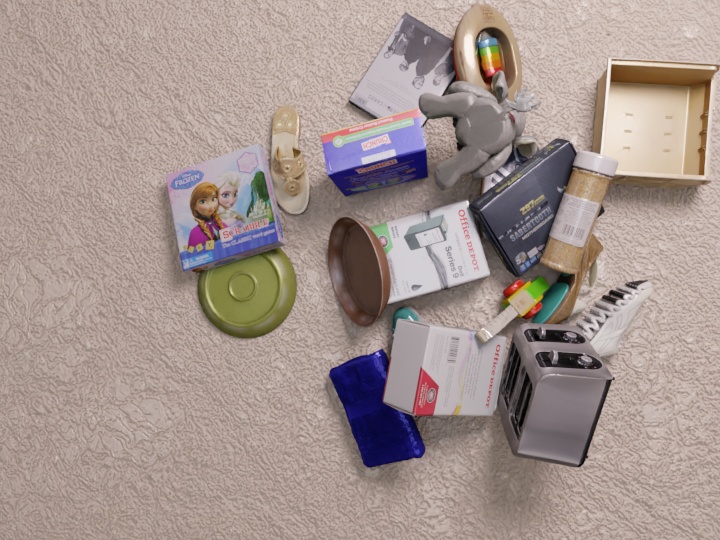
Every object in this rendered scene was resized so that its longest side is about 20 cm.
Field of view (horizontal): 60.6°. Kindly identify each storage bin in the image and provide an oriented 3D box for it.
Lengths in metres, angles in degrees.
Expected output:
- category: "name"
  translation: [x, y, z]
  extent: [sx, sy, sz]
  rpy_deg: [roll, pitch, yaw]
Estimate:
- category: "storage bin"
  translation: [0.517, -0.253, 1.083]
  extent: [0.198, 0.094, 0.201]
  rpy_deg: [5, 87, 7]

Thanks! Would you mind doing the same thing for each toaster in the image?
- category: "toaster"
  translation: [0.308, 0.202, 1.003]
  extent: [0.118, 0.181, 0.201]
  rpy_deg: [8, 112, 0]

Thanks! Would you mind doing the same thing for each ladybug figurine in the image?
- category: "ladybug figurine"
  translation: [0.223, -0.379, 1.120]
  extent: [0.135, 0.072, 0.201]
  rpy_deg: [-12, 95, -24]

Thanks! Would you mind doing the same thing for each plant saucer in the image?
- category: "plant saucer"
  translation: [-0.223, 0.031, 1.185]
  extent: [0.199, 0.031, 0.201]
  rpy_deg: [0, 87, 6]
- category: "plant saucer"
  translation: [0.000, 0.000, 1.098]
  extent: [0.034, 0.200, 0.201]
  rpy_deg: [-14, 85, -27]

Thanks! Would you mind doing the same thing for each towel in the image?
- category: "towel"
  translation: [0.022, 0.251, 1.101]
  extent: [0.148, 0.049, 0.200]
  rpy_deg: [-30, 81, 45]

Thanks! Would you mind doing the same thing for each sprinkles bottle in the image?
- category: "sprinkles bottle"
  translation: [0.365, -0.097, 1.036]
  extent: [0.068, 0.068, 0.201]
  rpy_deg: [18, 104, 7]

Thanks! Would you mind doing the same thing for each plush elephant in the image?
- category: "plush elephant"
  translation: [0.214, -0.242, 1.035]
  extent: [0.200, 0.155, 0.165]
  rpy_deg: [-20, 89, 26]

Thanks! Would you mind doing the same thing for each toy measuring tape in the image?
- category: "toy measuring tape"
  translation: [0.263, 0.072, 1.089]
  extent: [0.200, 0.074, 0.074]
  rpy_deg: [-36, 83, -27]

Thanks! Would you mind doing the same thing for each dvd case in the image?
- category: "dvd case"
  translation: [0.092, -0.367, 1.172]
  extent: [0.150, 0.025, 0.200]
  rpy_deg: [33, 92, 7]

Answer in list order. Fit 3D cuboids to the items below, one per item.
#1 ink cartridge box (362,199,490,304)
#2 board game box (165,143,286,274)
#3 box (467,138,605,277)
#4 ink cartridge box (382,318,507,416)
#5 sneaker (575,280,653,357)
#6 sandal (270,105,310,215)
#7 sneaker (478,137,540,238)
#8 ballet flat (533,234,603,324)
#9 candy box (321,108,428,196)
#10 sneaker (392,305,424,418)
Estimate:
- category: "ink cartridge box"
  translation: [0.120, -0.031, 1.122]
  extent: [0.199, 0.084, 0.146]
  rpy_deg: [-16, 85, 6]
- category: "board game box"
  translation: [-0.258, -0.116, 1.170]
  extent: [0.199, 0.041, 0.200]
  rpy_deg: [-17, 77, 9]
- category: "box"
  translation: [0.310, -0.109, 1.081]
  extent: [0.200, 0.051, 0.158]
  rpy_deg: [-37, 114, -1]
- category: "ink cartridge box"
  translation: [0.148, 0.169, 1.055]
  extent: [0.083, 0.200, 0.146]
  rpy_deg: [8, 87, 51]
- category: "sneaker"
  translation: [0.441, 0.097, 1.091]
  extent: [0.081, 0.075, 0.200]
  rpy_deg: [45, 100, -1]
- category: "sandal"
  translation: [-0.143, -0.214, 1.168]
  extent: [0.077, 0.070, 0.212]
  rpy_deg: [-4, 87, 6]
- category: "sneaker"
  translation: [0.273, -0.154, 1.118]
  extent: [0.108, 0.070, 0.201]
  rpy_deg: [6, 85, 9]
- category: "ballet flat"
  translation: [0.383, 0.028, 1.107]
  extent: [0.072, 0.068, 0.200]
  rpy_deg: [25, 86, -12]
- category: "candy box"
  translation: [0.031, -0.200, 1.082]
  extent: [0.169, 0.200, 0.077]
  rpy_deg: [-13, 86, 5]
- category: "sneaker"
  translation: [0.087, 0.166, 1.108]
  extent: [0.071, 0.080, 0.201]
  rpy_deg: [-18, 85, 46]
